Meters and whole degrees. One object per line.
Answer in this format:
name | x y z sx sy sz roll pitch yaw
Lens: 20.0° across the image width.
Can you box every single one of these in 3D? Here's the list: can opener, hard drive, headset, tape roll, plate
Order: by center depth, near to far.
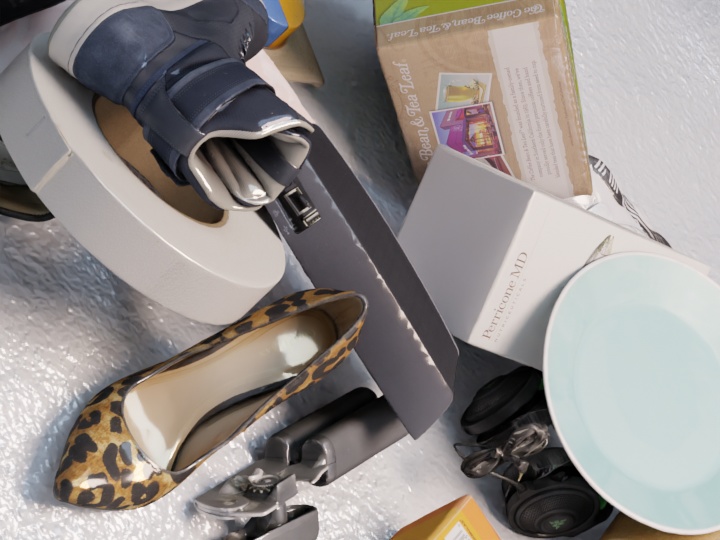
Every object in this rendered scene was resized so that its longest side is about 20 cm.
tape roll | -0.127 -0.055 1.189 0.203 0.037 0.203 41 19 -18
can opener | -0.031 0.131 1.270 0.200 0.053 0.067 -25 113 -56
hard drive | 0.000 0.000 1.301 0.201 0.042 0.135 58 11 -9
plate | 0.204 0.085 1.398 0.199 0.026 0.201 11 66 -25
headset | 0.128 0.122 1.417 0.200 0.094 0.124 -2 62 -60

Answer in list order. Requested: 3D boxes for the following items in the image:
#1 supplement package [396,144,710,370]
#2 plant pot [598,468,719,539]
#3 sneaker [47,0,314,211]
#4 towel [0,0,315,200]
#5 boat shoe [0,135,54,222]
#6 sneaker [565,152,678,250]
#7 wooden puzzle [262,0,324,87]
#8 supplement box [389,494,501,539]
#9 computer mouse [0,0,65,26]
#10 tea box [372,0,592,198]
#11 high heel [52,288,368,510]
supplement package | 0.131 0.006 1.462 0.199 0.117 0.117 20 7 -40
plant pot | 0.257 0.201 1.456 0.199 0.186 0.187 -17 74 -39
sneaker | -0.076 -0.103 1.202 0.146 0.077 0.202 40 25 14
towel | -0.140 -0.117 1.321 0.191 0.032 0.200 52 45 -7
boat shoe | -0.244 -0.085 1.158 0.199 0.076 0.061 20 41 -40
sneaker | 0.188 -0.012 1.620 0.200 0.075 0.115 41 33 -25
wooden puzzle | -0.112 -0.226 1.465 0.199 0.046 0.186 4 58 -49
supplement box | 0.023 0.215 1.235 0.069 0.066 0.200 57 34 -3
computer mouse | -0.218 -0.180 1.188 0.139 0.199 0.053 74 -3 -56
tea box | 0.088 -0.178 1.516 0.200 0.133 0.198 70 14 -52
high heel | -0.083 0.067 1.162 0.072 0.142 0.200 57 34 2
